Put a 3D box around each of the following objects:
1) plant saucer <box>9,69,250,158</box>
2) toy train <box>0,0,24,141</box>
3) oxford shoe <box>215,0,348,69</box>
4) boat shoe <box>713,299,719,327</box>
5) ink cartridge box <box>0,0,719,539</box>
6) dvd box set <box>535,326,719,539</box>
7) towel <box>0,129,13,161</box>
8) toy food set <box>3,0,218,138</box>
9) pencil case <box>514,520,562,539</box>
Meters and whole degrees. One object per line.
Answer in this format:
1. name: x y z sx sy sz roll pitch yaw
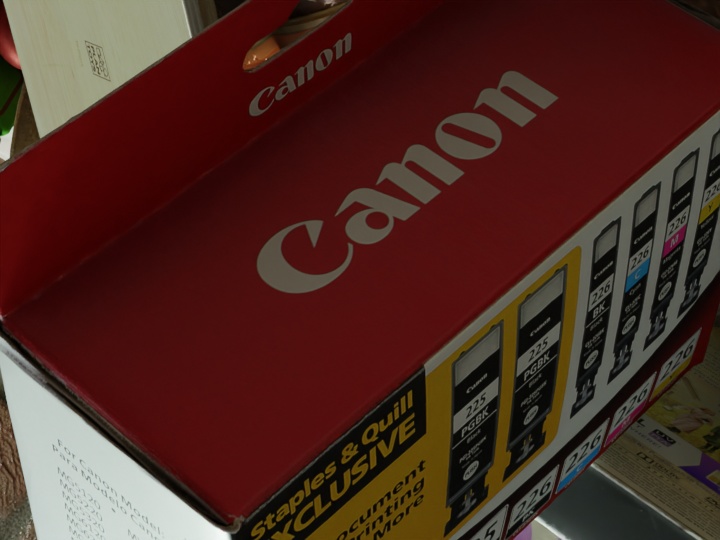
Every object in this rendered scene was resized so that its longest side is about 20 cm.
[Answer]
1. plant saucer: -0.065 -0.037 0.763 0.035 0.201 0.200 4 151 34
2. toy train: -0.215 -0.104 0.692 0.085 0.116 0.200 -3 143 47
3. oxford shoe: -0.024 -0.114 0.638 0.073 0.071 0.200 68 163 -14
4. boat shoe: 0.141 0.016 0.560 0.202 0.065 0.074 40 170 -4
5. ink cartridge box: 0.011 0.006 0.462 0.084 0.200 0.176 36 149 26
6. dvd box set: 0.135 0.069 0.613 0.146 0.029 0.200 34 -156 23
7. towel: -0.179 -0.154 0.794 0.191 0.032 0.200 33 134 28
8. toy food set: -0.062 -0.079 0.601 0.143 0.060 0.200 26 135 51
9. pencil case: 0.120 0.107 0.676 0.200 0.086 0.084 17 131 -13
